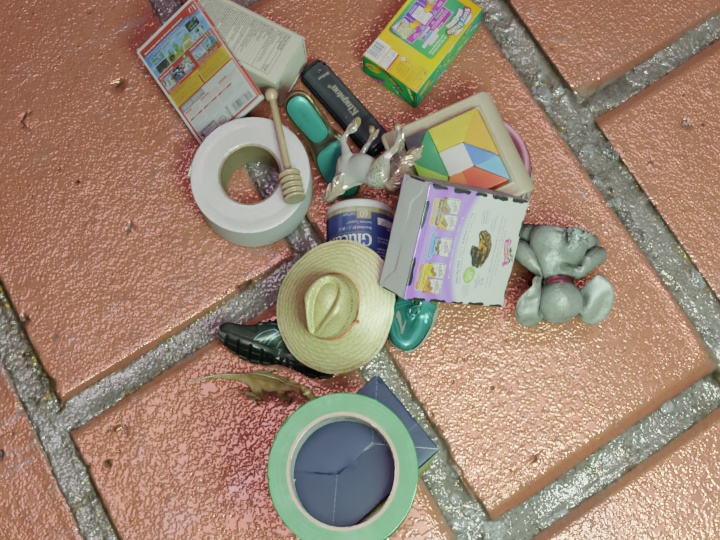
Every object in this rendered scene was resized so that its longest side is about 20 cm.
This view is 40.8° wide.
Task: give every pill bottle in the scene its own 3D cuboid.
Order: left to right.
[{"bbox_3d":[0.000,0.000,1.519,0.109,0.111,0.204,-1,73,1],"label":"pill bottle"}]

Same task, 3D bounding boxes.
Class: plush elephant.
[{"bbox_3d":[0.303,0.013,1.491,0.161,0.200,0.158,8,92,-4],"label":"plush elephant"}]

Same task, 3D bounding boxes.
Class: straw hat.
[{"bbox_3d":[-0.047,0.052,1.419,0.197,0.085,0.206,-1,88,13],"label":"straw hat"}]

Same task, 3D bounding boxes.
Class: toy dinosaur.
[{"bbox_3d":[-0.154,0.169,1.478,0.196,0.101,0.059,9,73,4],"label":"toy dinosaur"}]

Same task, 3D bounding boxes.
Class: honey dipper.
[{"bbox_3d":[-0.127,-0.204,1.554,0.037,0.038,0.204,-14,70,-3],"label":"honey dipper"}]

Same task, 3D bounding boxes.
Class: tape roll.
[{"bbox_3d":[-0.178,-0.146,1.590,0.198,0.071,0.207,0,74,1],"label":"tape roll"},{"bbox_3d":[-0.022,0.264,1.265,0.196,0.048,0.205,0,73,1],"label":"tape roll"}]

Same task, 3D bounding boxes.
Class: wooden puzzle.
[{"bbox_3d":[0.153,-0.174,1.531,0.197,0.037,0.188,-22,74,-5],"label":"wooden puzzle"}]

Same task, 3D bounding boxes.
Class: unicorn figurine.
[{"bbox_3d":[0.004,-0.164,1.514,0.073,0.199,0.140,26,82,-33],"label":"unicorn figurine"}]

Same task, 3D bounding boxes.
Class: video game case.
[{"bbox_3d":[-0.268,-0.327,1.612,0.142,0.017,0.202,-35,91,23],"label":"video game case"}]

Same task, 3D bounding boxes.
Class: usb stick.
[{"bbox_3d":[-0.025,-0.276,1.644,0.055,0.033,0.201,-38,76,-9],"label":"usb stick"}]

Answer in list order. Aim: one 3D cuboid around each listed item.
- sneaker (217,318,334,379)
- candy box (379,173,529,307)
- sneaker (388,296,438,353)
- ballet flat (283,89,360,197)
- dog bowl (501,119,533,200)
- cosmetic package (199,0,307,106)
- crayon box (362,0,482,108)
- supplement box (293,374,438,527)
[{"bbox_3d":[-0.126,0.110,1.519,0.196,0.076,0.081,16,64,-3],"label":"sneaker"},{"bbox_3d":[0.140,-0.041,1.435,0.197,0.071,0.171,6,102,-35],"label":"candy box"},{"bbox_3d":[0.098,0.031,1.524,0.076,0.080,0.203,24,76,8],"label":"sneaker"},{"bbox_3d":[-0.061,-0.214,1.595,0.067,0.073,0.201,-32,112,12],"label":"ballet flat"},{"bbox_3d":[0.190,-0.165,1.584,0.196,0.074,0.204,0,73,1],"label":"dog bowl"},{"bbox_3d":[-0.200,-0.380,1.651,0.198,0.087,0.104,29,75,11],"label":"cosmetic package"},{"bbox_3d":[0.107,-0.396,1.663,0.118,0.058,0.201,36,77,11],"label":"crayon box"},{"bbox_3d":[-0.005,0.281,1.389,0.199,0.200,0.135,-39,76,-10],"label":"supplement box"}]
